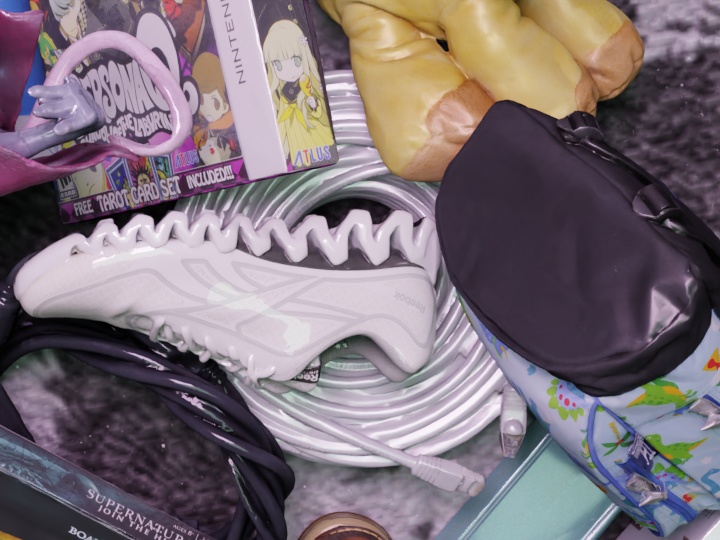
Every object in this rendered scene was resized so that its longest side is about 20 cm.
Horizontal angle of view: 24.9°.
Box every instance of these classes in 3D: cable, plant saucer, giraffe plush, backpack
[{"bbox_3d":[-0.123,0.094,0.810,0.200,0.051,0.163,39,118,-2],"label":"cable"},{"bbox_3d":[0.000,0.000,0.835,0.199,0.069,0.201,13,91,-4],"label":"cable"},{"bbox_3d":[0.109,0.118,0.876,0.070,0.019,0.200,41,88,-6],"label":"plant saucer"},{"bbox_3d":[0.051,-0.164,0.761,0.200,0.162,0.173,39,56,11],"label":"giraffe plush"},{"bbox_3d":[0.131,0.035,0.754,0.200,0.163,0.154,21,110,-42],"label":"backpack"}]

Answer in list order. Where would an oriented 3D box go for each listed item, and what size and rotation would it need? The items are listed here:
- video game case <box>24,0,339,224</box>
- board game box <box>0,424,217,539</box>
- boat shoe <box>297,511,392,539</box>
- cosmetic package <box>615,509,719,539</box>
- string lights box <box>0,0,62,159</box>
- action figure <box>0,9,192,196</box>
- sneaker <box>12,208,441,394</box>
[{"bbox_3d":[-0.099,-0.122,0.765,0.036,0.200,0.182,-14,94,-39],"label":"video game case"},{"bbox_3d":[-0.185,0.136,0.811,0.200,0.028,0.135,29,126,-6],"label":"board game box"},{"bbox_3d":[-0.030,0.227,0.843,0.072,0.068,0.201,17,91,-5],"label":"boat shoe"},{"bbox_3d":[0.173,0.164,0.842,0.074,0.102,0.200,44,87,-5],"label":"cosmetic package"},{"bbox_3d":[-0.222,-0.138,0.799,0.102,0.059,0.201,-10,94,18],"label":"string lights box"},{"bbox_3d":[-0.192,-0.038,0.713,0.149,0.200,0.134,-16,63,-43],"label":"action figure"},{"bbox_3d":[-0.057,0.016,0.744,0.199,0.075,0.081,-1,81,-12],"label":"sneaker"}]
